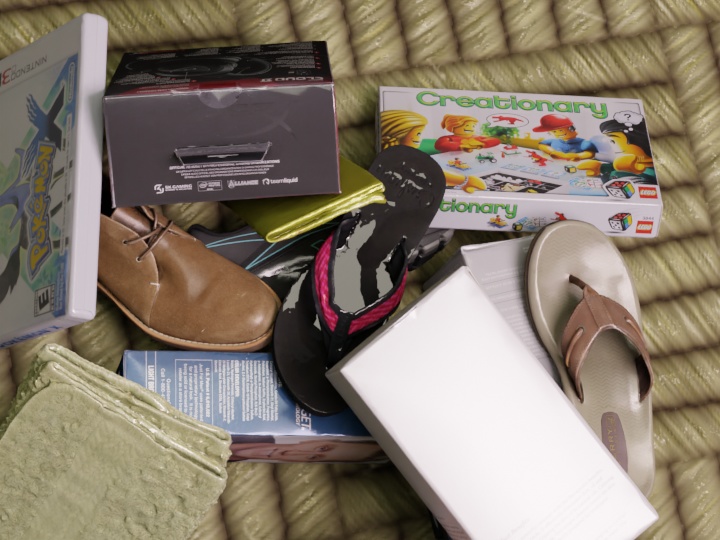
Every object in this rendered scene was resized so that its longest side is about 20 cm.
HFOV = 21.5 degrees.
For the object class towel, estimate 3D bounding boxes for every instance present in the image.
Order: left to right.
[{"bbox_3d":[-0.181,0.150,1.226,0.148,0.037,0.200,31,116,-4],"label":"towel"},{"bbox_3d":[-0.044,-0.052,1.285,0.086,0.200,0.018,-26,106,-8],"label":"towel"}]

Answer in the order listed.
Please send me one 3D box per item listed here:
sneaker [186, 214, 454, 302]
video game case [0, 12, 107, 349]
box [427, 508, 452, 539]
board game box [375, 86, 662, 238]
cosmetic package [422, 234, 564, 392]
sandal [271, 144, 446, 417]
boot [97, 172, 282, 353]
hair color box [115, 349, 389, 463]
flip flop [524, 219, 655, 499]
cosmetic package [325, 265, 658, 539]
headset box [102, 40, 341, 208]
[{"bbox_3d":[-0.029,-0.019,1.342,0.199,0.075,0.080,-16,77,-15],"label":"sneaker"},{"bbox_3d":[-0.226,-0.051,1.255,0.022,0.182,0.201,11,72,-37],"label":"video game case"},{"bbox_3d":[0.070,0.133,1.303,0.041,0.119,0.201,-15,79,-15],"label":"box"},{"bbox_3d":[0.111,-0.079,1.363,0.199,0.035,0.127,2,41,-3],"label":"board game box"},{"bbox_3d":[0.119,0.084,1.333,0.090,0.107,0.201,-9,76,-18],"label":"cosmetic package"},{"bbox_3d":[0.000,0.000,1.256,0.075,0.045,0.201,26,72,-4],"label":"sandal"},{"bbox_3d":[-0.141,-0.009,1.276,0.199,0.076,0.074,27,61,18],"label":"boot"},{"bbox_3d":[-0.067,0.095,1.291,0.199,0.100,0.061,1,75,-12],"label":"hair color box"},{"bbox_3d":[0.162,0.061,1.264,0.081,0.058,0.201,-4,78,-16],"label":"flip flop"},{"bbox_3d":[0.081,0.109,1.194,0.107,0.085,0.200,-37,89,-10],"label":"cosmetic package"},{"bbox_3d":[-0.090,-0.099,1.258,0.148,0.200,0.078,-4,107,-2],"label":"headset box"}]
